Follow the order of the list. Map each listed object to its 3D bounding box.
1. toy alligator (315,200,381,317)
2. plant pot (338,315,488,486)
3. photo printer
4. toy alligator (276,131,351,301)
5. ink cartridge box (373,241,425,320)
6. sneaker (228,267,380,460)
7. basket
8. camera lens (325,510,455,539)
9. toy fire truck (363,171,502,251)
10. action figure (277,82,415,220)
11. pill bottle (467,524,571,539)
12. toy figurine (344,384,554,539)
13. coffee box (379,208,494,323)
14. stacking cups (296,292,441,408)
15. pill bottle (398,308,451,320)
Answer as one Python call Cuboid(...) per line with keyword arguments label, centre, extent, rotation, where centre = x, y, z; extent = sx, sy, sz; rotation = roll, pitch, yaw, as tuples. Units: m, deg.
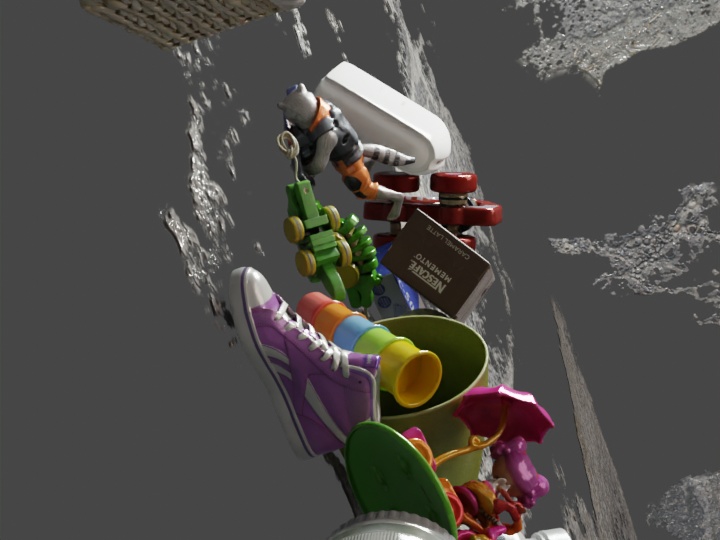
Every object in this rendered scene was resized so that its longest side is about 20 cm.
Cuboid(label="toy alligator", centre=(0.000, 0.000, 1.578), extent=(0.059, 0.054, 0.201), rotation=(-68, 136, -68))
Cuboid(label="plant pot", centre=(0.056, 0.182, 1.386), extent=(0.188, 0.186, 0.201), rotation=(-84, 165, -60))
Cuboid(label="photo printer", centre=(0.034, -0.205, 1.785), extent=(0.199, 0.070, 0.166), rotation=(32, 19, 0))
Cuboid(label="toy alligator", centre=(-0.062, -0.056, 1.469), extent=(0.054, 0.059, 0.201), rotation=(-31, -103, 62))
Cuboid(label="ink cartridge box", centre=(0.065, 0.069, 1.782), extent=(0.094, 0.044, 0.201), rotation=(-85, 151, -62))
Cuboid(label="sneaker", centre=(-0.043, 0.074, 1.234), extent=(0.201, 0.114, 0.073), rotation=(64, 17, -16))
Cuboid(label="basket", centre=(-0.172, -0.327, 1.193), extent=(0.198, 0.160, 0.201), rotation=(12, 59, -73))
Cuboid(label="camera lens", centre=(0.017, 0.308, 1.047), extent=(0.200, 0.159, 0.161), rotation=(-72, 140, -68))
Cuboid(label="toy fire truck", centre=(0.105, -0.088, 1.851), extent=(0.168, 0.198, 0.113), rotation=(-31, 121, -71))
Cuboid(label="action figure", centre=(-0.030, -0.171, 1.608), extent=(0.193, 0.104, 0.201), rotation=(37, 28, -41))
Cuboid(label="pill bottle", centre=(0.111, 0.310, 1.266), extent=(0.111, 0.198, 0.112), rotation=(171, -90, -81))
Cuboid(label="toy figurine", centre=(0.113, 0.192, 1.218), extent=(0.201, 0.183, 0.150), rotation=(59, -31, 6))
Cuboid(label="coffee box", centre=(0.099, -0.001, 1.602), extent=(0.114, 0.080, 0.200), rotation=(37, 0, 10))
Cuboid(label="stacking cups", centre=(-0.001, 0.070, 1.323), extent=(0.200, 0.060, 0.061), rotation=(32, -19, 47))
Cuboid(label="pill bottle", centre=(0.076, 0.137, 1.590), extent=(0.200, 0.113, 0.114), rotation=(-85, 151, -60))
